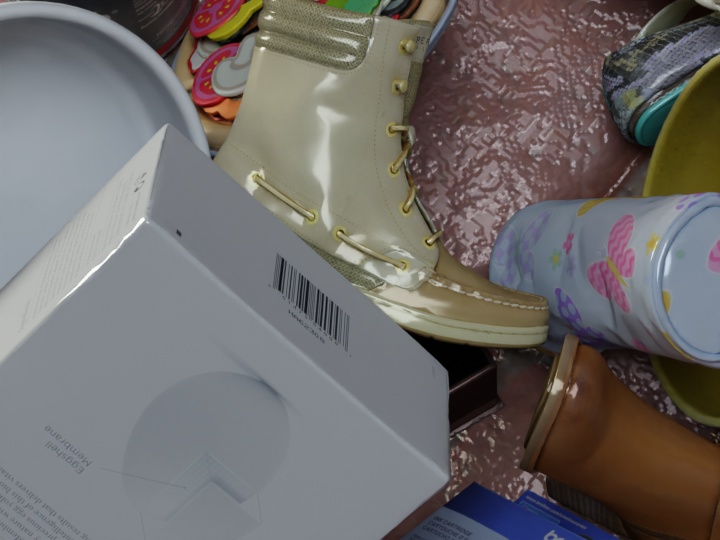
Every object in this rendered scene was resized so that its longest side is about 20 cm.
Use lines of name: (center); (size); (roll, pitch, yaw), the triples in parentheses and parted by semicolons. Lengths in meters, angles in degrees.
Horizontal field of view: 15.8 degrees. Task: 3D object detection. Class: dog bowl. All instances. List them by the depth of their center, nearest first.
dog bowl: (-0.183, -0.042, 1.384); (0.199, 0.079, 0.202); (-2, 96, -21)

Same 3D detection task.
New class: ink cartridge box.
ink cartridge box: (0.053, 0.177, 1.339); (0.199, 0.042, 0.119); (-33, 36, -27)

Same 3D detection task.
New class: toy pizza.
toy pizza: (-0.031, -0.144, 1.463); (0.199, 0.032, 0.201); (-23, 39, 20)

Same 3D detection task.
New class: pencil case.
pencil case: (0.143, 0.006, 1.372); (0.083, 0.200, 0.091); (-2, 90, -23)

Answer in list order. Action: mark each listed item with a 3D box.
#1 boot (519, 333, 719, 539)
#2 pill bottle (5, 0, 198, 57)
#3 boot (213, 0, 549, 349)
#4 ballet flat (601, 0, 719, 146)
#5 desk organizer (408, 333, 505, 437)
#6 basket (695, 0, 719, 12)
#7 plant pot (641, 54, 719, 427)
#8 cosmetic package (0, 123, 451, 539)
boot: (0.168, 0.101, 1.336); (0.154, 0.200, 0.074); (19, 78, 18)
pill bottle: (-0.157, -0.197, 1.457); (0.115, 0.200, 0.117); (-1, 71, 3)
boot: (0.021, -0.052, 1.355); (0.199, 0.073, 0.156); (18, 93, 3)
ballet flat: (0.225, -0.143, 1.490); (0.199, 0.072, 0.072); (-26, 72, -7)
desk organizer: (0.000, 0.000, 1.446); (0.071, 0.077, 0.201); (-29, 72, -7)
basket: (0.222, -0.248, 1.455); (0.135, 0.124, 0.200); (29, 47, 17)
plant pot: (0.257, -0.012, 1.392); (0.141, 0.200, 0.201); (5, 69, -23)
cosmetic package: (-0.093, 0.076, 1.284); (0.199, 0.123, 0.200); (42, 109, -17)
